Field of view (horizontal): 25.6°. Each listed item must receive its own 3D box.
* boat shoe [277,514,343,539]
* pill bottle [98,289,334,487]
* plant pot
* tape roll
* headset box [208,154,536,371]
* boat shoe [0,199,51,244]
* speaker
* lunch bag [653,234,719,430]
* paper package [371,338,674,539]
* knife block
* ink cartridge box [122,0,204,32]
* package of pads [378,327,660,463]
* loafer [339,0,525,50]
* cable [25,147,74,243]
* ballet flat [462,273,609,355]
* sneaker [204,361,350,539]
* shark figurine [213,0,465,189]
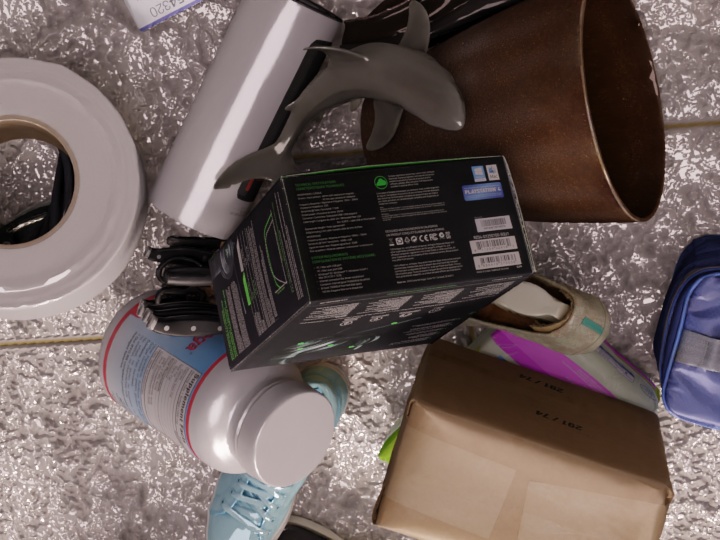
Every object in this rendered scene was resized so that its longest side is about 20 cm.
[{"bbox_3d":[0.001,0.276,1.401,0.200,0.060,0.074,23,110,1],"label":"boat shoe"},{"bbox_3d":[-0.117,0.097,1.287,0.200,0.109,0.109,26,115,41],"label":"pill bottle"},{"bbox_3d":[0.109,-0.115,1.213,0.200,0.187,0.187,-8,107,27],"label":"plant pot"},{"bbox_3d":[-0.271,-0.063,1.252,0.202,0.071,0.203,0,82,-2],"label":"tape roll"},{"bbox_3d":[0.000,0.000,1.153,0.174,0.200,0.093,-7,75,-23],"label":"headset box"},{"bbox_3d":[-0.310,0.004,1.360,0.200,0.060,0.076,-32,99,16],"label":"boat shoe"},{"bbox_3d":[-0.094,-0.127,1.261,0.081,0.081,0.200,27,101,-1],"label":"speaker"},{"bbox_3d":[0.334,0.065,1.246,0.200,0.132,0.136,12,109,5],"label":"lunch bag"},{"bbox_3d":[0.124,0.148,1.201,0.200,0.191,0.104,18,104,3],"label":"paper package"},{"bbox_3d":[-0.070,0.021,1.261,0.200,0.176,0.064,15,110,18],"label":"knife block"},{"bbox_3d":[-0.135,-0.319,1.241,0.196,0.043,0.200,-24,105,14],"label":"ink cartridge box"},{"bbox_3d":[0.137,0.130,1.331,0.154,0.068,0.200,41,109,-4],"label":"package of pads"},{"bbox_3d":[0.072,-0.222,1.233,0.200,0.073,0.071,-21,92,12],"label":"loafer"},{"bbox_3d":[-0.308,-0.069,1.306,0.163,0.051,0.200,39,86,-1],"label":"cable"},{"bbox_3d":[0.106,0.014,1.254,0.200,0.062,0.068,15,81,39],"label":"ballet flat"},{"bbox_3d":[-0.079,0.165,1.342,0.074,0.082,0.200,27,92,7],"label":"sneaker"},{"bbox_3d":[-0.022,-0.135,1.182,0.214,0.089,0.128,-20,64,39],"label":"shark figurine"}]
